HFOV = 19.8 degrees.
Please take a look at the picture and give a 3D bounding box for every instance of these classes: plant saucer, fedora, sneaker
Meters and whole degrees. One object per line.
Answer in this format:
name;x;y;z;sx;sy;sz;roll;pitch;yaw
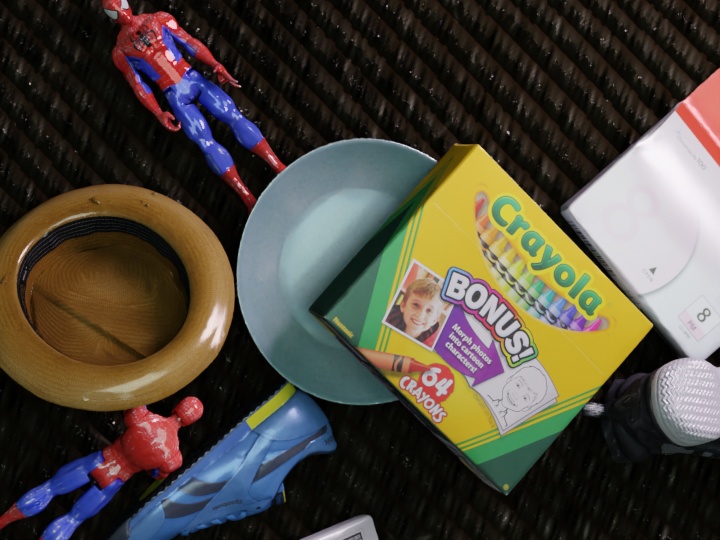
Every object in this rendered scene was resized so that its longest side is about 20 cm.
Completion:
plant saucer;0.000;0.000;1.575;0.199;0.039;0.203;-1;96;-13
fedora;-0.184;0.032;1.521;0.199;0.082;0.202;-2;56;4
sneaker;0.261;0.116;1.599;0.199;0.113;0.076;19;68;-41
sneaker;-0.106;0.169;1.561;0.200;0.066;0.079;-38;99;-4

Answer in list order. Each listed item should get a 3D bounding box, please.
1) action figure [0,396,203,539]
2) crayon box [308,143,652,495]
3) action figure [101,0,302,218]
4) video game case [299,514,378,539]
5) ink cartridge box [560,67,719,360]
action figure;-0.191;0.146;1.558;0.199;0.099;0.065;-35;98;18
crayon box;0.091;0.036;1.550;0.200;0.058;0.173;44;83;-15
action figure;-0.127;-0.132;1.562;0.065;0.052;0.200;-41;93;0
video game case;-0.049;0.302;1.549;0.199;0.024;0.184;-19;94;-34
ink cartridge box;0.279;-0.051;1.609;0.200;0.057;0.163;-41;95;1
